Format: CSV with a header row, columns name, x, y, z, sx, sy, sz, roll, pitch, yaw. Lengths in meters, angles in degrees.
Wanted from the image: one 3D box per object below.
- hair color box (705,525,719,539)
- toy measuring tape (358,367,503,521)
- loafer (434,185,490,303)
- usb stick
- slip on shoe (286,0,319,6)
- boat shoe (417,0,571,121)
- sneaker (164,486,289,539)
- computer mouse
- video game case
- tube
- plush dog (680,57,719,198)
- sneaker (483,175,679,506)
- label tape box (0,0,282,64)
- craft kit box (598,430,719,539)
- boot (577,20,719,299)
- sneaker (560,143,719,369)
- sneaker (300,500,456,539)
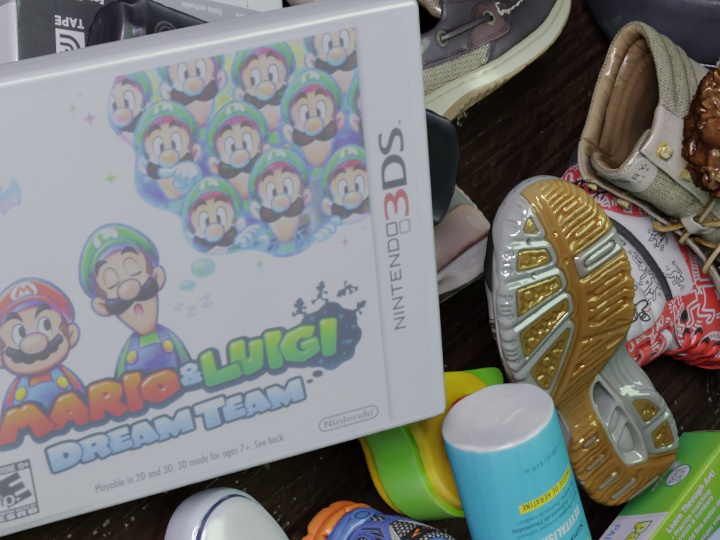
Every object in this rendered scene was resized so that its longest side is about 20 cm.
name,x,y,z,sx,sy,sz,roll,pitch,yaw
hair color box,0.227,0.140,0.904,0.200,0.061,0.099,-37,143,-27
toy measuring tape,0.013,0.085,0.833,0.200,0.073,0.074,-3,84,-50
loafer,0.000,0.000,0.844,0.063,0.072,0.200,59,33,4
usb stick,-0.030,-0.062,0.761,0.200,0.033,0.056,16,78,-45
slip on shoe,0.025,-0.198,0.909,0.200,0.060,0.076,-45,114,-40
boat shoe,0.034,-0.113,0.897,0.200,0.072,0.065,-40,115,-36
sneaker,-0.020,0.184,0.783,0.073,0.071,0.201,-32,105,-44
computer mouse,0.206,-0.131,0.996,0.053,0.199,0.139,-62,156,-22
video game case,-0.065,-0.002,0.702,0.199,0.024,0.183,-14,117,-17
tube,0.085,0.147,0.840,0.077,0.050,0.201,-32,121,-24
plush dog,0.250,-0.066,0.887,0.200,0.160,0.172,-41,89,-13
sneaker,0.090,0.029,0.894,0.075,0.088,0.200,-30,129,-12
label tape box,-0.098,-0.048,0.755,0.143,0.066,0.201,4,78,-45
craft kit box,0.181,0.222,0.953,0.200,0.048,0.198,-46,110,-26
boot,0.182,-0.018,0.941,0.154,0.072,0.201,23,59,-34
sneaker,0.166,0.030,1.006,0.201,0.067,0.108,46,54,-25
sneaker,0.034,0.200,0.829,0.075,0.078,0.201,-34,106,-41
